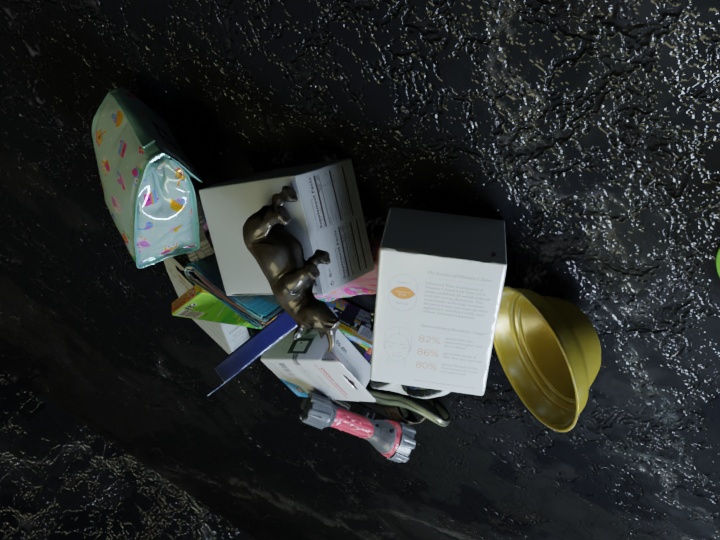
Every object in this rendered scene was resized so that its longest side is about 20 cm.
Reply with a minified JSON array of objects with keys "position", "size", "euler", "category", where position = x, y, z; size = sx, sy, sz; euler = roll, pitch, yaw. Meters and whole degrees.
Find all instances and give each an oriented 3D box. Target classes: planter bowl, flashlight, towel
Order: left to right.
[{"position":[-0.169,0.013,1.190],"size":[0.146,0.200,0.022],"euler":[35,112,7],"category":"towel"},{"position":[-0.004,0.267,1.308],"size":[0.198,0.069,0.068],"euler":[23,133,-18],"category":"flashlight"},{"position":[0.253,0.099,1.002],"size":[0.201,0.083,0.201],"euler":[59,162,32],"category":"planter bowl"}]

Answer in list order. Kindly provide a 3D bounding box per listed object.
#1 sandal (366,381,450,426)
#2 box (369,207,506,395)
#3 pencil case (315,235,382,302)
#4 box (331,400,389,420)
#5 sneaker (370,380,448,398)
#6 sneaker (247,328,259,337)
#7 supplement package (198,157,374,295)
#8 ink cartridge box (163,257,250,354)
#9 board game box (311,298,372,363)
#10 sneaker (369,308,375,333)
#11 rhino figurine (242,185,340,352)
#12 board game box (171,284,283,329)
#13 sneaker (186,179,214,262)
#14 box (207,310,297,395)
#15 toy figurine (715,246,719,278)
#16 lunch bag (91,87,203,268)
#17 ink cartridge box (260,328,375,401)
[{"position":[0.067,0.243,1.378],"size":[0.198,0.080,0.058],"euler":[13,100,21],"category":"sandal"},{"position":[0.097,0.039,0.973],"size":[0.150,0.107,0.202],"euler":[8,122,5],"category":"box"},{"position":[0.000,0.000,1.116],"size":[0.199,0.088,0.088],"euler":[-10,130,46],"category":"pencil case"},{"position":[-0.032,0.252,1.461],"size":[0.199,0.036,0.143],"euler":[26,172,29],"category":"box"},{"position":[0.098,0.179,1.297],"size":[0.086,0.076,0.199],"euler":[20,169,-28],"category":"sneaker"},{"position":[-0.224,0.055,1.411],"size":[0.090,0.076,0.202],"euler":[19,140,37],"category":"sneaker"},{"position":[-0.102,-0.057,1.047],"size":[0.198,0.110,0.158],"euler":[-2,107,41],"category":"supplement package"},{"position":[-0.269,0.046,1.339],"size":[0.160,0.047,0.201],"euler":[38,153,29],"category":"ink cartridge box"},{"position":[-0.062,0.101,1.336],"size":[0.198,0.057,0.166],"euler":[27,150,7],"category":"board game box"},{"position":[0.085,0.064,1.107],"size":[0.110,0.078,0.199],"euler":[9,164,-26],"category":"sneaker"},{"position":[-0.079,0.007,0.934],"size":[0.087,0.060,0.202],"euler":[-29,86,36],"category":"rhino figurine"},{"position":[-0.188,0.059,1.222],"size":[0.198,0.030,0.095],"euler":[16,147,-38],"category":"board game box"},{"position":[-0.257,-0.068,1.264],"size":[0.069,0.082,0.202],"euler":[-14,106,19],"category":"sneaker"},{"position":[-0.152,0.111,1.164],"size":[0.033,0.199,0.121],"euler":[51,179,0],"category":"box"},{"position":[0.413,0.080,0.776],"size":[0.149,0.185,0.201],"euler":[21,147,17],"category":"toy figurine"},{"position":[-0.303,-0.138,1.094],"size":[0.171,0.121,0.201],"euler":[54,150,33],"category":"lunch bag"},{"position":[-0.060,0.158,1.294],"size":[0.198,0.067,0.116],"euler":[-5,135,44],"category":"ink cartridge box"}]
